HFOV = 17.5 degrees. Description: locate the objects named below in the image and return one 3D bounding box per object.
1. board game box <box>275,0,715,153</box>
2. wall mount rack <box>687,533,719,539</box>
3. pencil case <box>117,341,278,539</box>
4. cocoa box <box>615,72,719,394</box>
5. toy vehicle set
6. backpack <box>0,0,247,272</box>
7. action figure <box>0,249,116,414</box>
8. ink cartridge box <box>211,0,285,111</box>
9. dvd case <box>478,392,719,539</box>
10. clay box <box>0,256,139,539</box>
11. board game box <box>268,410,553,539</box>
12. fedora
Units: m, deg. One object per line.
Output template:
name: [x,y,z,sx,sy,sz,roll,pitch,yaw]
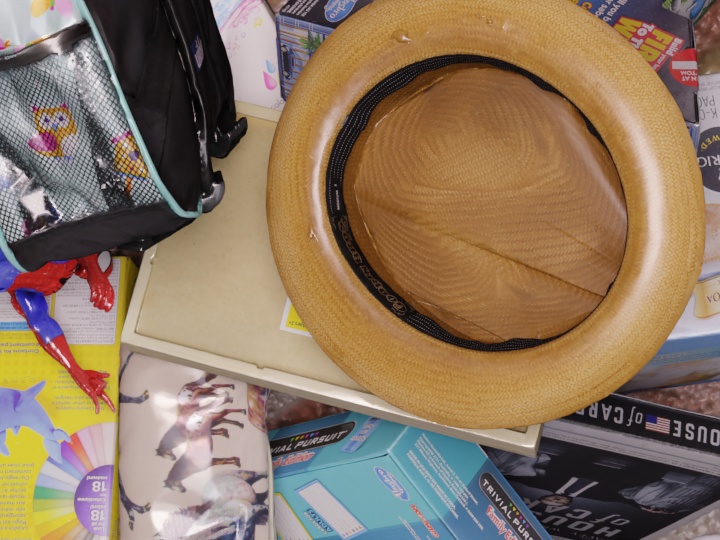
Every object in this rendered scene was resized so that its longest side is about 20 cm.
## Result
board game box: [0.097,-0.121,1.105,0.199,0.062,0.200,29,58,22]
wall mount rack: [0.133,0.219,1.265,0.200,0.075,0.174,-46,121,6]
pencil case: [-0.073,0.117,1.130,0.089,0.078,0.202,-2,88,1]
cocoa box: [0.108,-0.008,1.163,0.198,0.133,0.132,-7,76,-4]
toy vehicle set: [0.000,0.000,1.079,0.199,0.027,0.125,14,80,8]
backpack: [-0.146,-0.117,0.995,0.152,0.176,0.201,-10,112,11]
action figure: [-0.157,0.015,1.067,0.099,0.200,0.065,47,111,15]
ink cartridge box: [-0.105,-0.118,1.164,0.117,0.067,0.201,-31,106,3]
dvd case: [0.106,0.101,1.186,0.149,0.200,0.025,13,68,-14]
clay box: [-0.170,0.095,1.162,0.114,0.048,0.202,-1,73,10]
board game box: [0.010,0.145,1.190,0.151,0.199,0.047,52,54,-16]
fedora: [0.059,-0.029,1.013,0.199,0.082,0.202,0,90,21]
